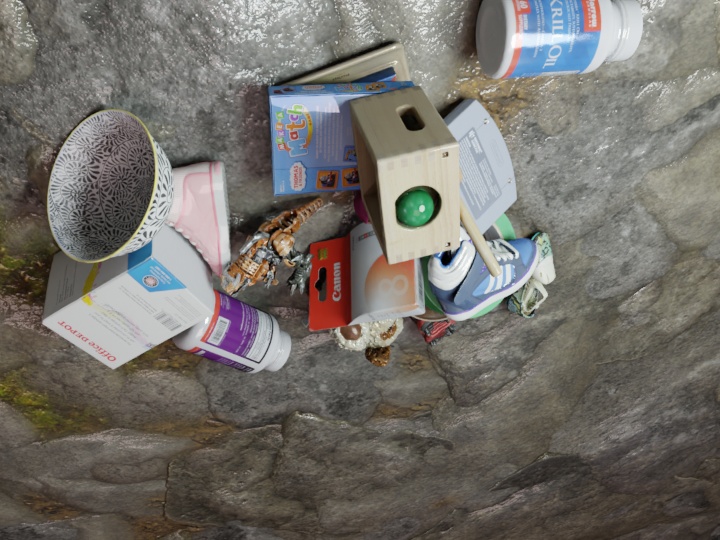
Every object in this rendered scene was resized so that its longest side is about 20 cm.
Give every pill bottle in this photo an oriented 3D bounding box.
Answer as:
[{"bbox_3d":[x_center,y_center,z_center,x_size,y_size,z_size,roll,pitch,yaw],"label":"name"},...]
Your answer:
[{"bbox_3d":[0.264,-0.318,0.854,0.197,0.113,0.113,-8,135,-11],"label":"pill bottle"},{"bbox_3d":[-0.221,0.110,1.125,0.199,0.113,0.112,29,120,-37],"label":"pill bottle"}]

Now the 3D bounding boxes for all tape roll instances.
[{"bbox_3d":[0.171,-0.023,1.078,0.198,0.048,0.204,-2,95,-23],"label":"tape roll"}]

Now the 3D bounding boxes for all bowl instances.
[{"bbox_3d":[-0.315,-0.103,0.860,0.200,0.202,0.094,-35,158,18],"label":"bowl"}]

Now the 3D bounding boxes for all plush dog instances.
[{"bbox_3d":[0.006,0.074,1.142,0.171,0.202,0.159,37,149,-30],"label":"plush dog"}]

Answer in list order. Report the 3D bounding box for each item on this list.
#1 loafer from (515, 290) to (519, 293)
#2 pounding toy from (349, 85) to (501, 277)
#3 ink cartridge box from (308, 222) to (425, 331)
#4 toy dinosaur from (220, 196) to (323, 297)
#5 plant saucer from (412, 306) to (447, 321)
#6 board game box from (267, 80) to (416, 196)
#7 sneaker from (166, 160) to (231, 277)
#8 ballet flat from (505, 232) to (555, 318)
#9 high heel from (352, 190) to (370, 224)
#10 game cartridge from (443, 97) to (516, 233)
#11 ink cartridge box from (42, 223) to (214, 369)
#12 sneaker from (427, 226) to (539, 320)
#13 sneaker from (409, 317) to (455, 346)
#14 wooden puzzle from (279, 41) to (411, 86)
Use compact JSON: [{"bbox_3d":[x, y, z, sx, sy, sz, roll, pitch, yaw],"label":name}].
[{"bbox_3d":[0.207,0.018,1.191,0.197,0.064,0.072,-6,157,-14],"label":"loafer"},{"bbox_3d":[0.083,-0.106,0.828,0.140,0.201,0.186,-14,132,-5],"label":"pounding toy"},{"bbox_3d":[0.000,0.000,1.013,0.197,0.164,0.050,-10,154,18],"label":"ink cartridge box"},{"bbox_3d":[-0.128,-0.031,1.002,0.198,0.103,0.136,-29,152,-3],"label":"toy dinosaur"},{"bbox_3d":[0.122,-0.016,1.102,0.198,0.037,0.204,-2,95,-22],"label":"plant saucer"},{"bbox_3d":[-0.026,-0.182,0.892,0.197,0.037,0.153,-6,131,-11],"label":"board game box"},{"bbox_3d":[-0.248,-0.072,0.967,0.103,0.076,0.202,-5,132,-9],"label":"sneaker"},{"bbox_3d":[0.338,0.016,1.233,0.073,0.075,0.201,-6,138,-11],"label":"ballet flat"},{"bbox_3d":[0.085,-0.120,1.004,0.197,0.097,0.068,-16,136,-1],"label":"high heel"},{"bbox_3d":[0.172,-0.156,0.994,0.133,0.040,0.201,-41,127,-10],"label":"game cartridge"},{"bbox_3d":[-0.347,0.020,0.973,0.198,0.146,0.148,-27,135,10],"label":"ink cartridge box"},{"bbox_3d":[0.190,-0.025,0.993,0.199,0.081,0.147,-35,133,-11],"label":"sneaker"},{"bbox_3d":[0.132,0.086,1.242,0.070,0.098,0.201,-35,158,1],"label":"sneaker"},{"bbox_3d":[-0.002,-0.207,0.928,0.183,0.047,0.201,-20,136,2],"label":"wooden puzzle"}]
